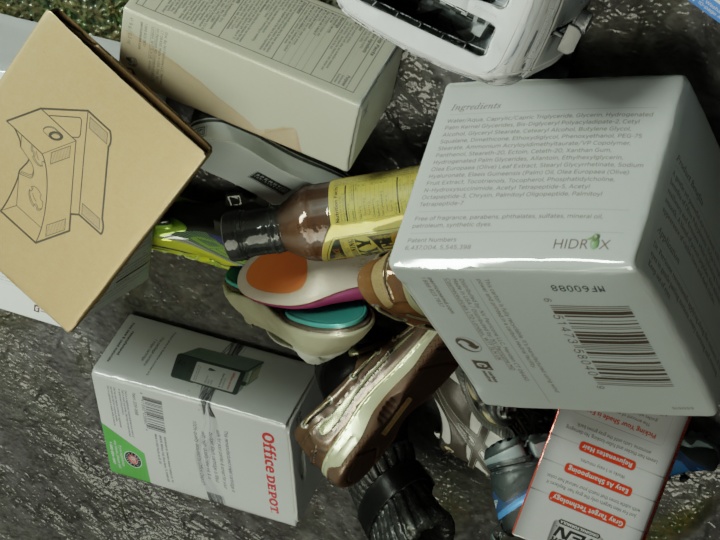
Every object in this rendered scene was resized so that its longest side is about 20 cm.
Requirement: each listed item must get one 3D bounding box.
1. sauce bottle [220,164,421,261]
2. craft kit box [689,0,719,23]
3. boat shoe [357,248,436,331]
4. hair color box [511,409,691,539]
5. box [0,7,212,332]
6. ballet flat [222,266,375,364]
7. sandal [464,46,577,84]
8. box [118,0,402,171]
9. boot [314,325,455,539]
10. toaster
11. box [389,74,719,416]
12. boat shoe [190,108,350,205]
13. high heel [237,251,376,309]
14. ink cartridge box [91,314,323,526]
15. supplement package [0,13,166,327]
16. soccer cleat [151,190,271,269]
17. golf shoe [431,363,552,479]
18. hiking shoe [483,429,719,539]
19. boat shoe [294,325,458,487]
[{"bbox_3d":[-0.009,-0.041,1.695,0.199,0.065,0.065,-9,128,14],"label":"sauce bottle"},{"bbox_3d":[0.301,-0.226,1.421,0.200,0.049,0.198,35,142,-6],"label":"craft kit box"},{"bbox_3d":[0.065,0.014,1.693,0.074,0.076,0.200,-5,166,29],"label":"boat shoe"},{"bbox_3d":[0.204,0.134,1.728,0.101,0.201,0.061,21,180,11],"label":"hair color box"},{"bbox_3d":[-0.228,-0.075,1.660,0.163,0.021,0.200,42,117,3],"label":"box"},{"bbox_3d":[-0.047,0.043,1.835,0.200,0.069,0.070,26,150,54],"label":"ballet flat"},{"bbox_3d":[0.106,-0.131,1.629,0.076,0.043,0.200,27,139,3],"label":"sandal"},{"bbox_3d":[-0.077,-0.165,1.666,0.200,0.095,0.078,24,140,9],"label":"box"},{"bbox_3d":[0.024,0.162,1.882,0.079,0.158,0.211,-16,140,-8],"label":"boot"},{"bbox_3d":[0.064,-0.206,1.495,0.200,0.129,0.114,27,110,5],"label":"toaster"},{"bbox_3d":[0.160,-0.018,1.582,0.199,0.172,0.199,2,147,30],"label":"box"},{"bbox_3d":[-0.053,-0.088,1.744,0.071,0.064,0.200,-19,143,41],"label":"boat shoe"},{"bbox_3d":[0.000,0.000,1.789,0.200,0.068,0.096,-17,159,27],"label":"high heel"},{"bbox_3d":[-0.136,0.140,2.011,0.199,0.084,0.146,15,137,17],"label":"ink cartridge box"},{"bbox_3d":[-0.277,-0.088,1.771,0.191,0.147,0.201,15,112,18],"label":"supplement package"},{"bbox_3d":[-0.145,-0.030,1.865,0.200,0.065,0.084,5,139,27],"label":"soccer cleat"},{"bbox_3d":[0.120,0.148,1.884,0.094,0.078,0.200,-8,116,40],"label":"golf shoe"},{"bbox_3d":[0.203,0.176,1.805,0.199,0.087,0.074,-5,174,-1],"label":"hiking shoe"},{"bbox_3d":[0.021,0.080,1.799,0.075,0.202,0.075,38,172,24],"label":"boat shoe"}]
